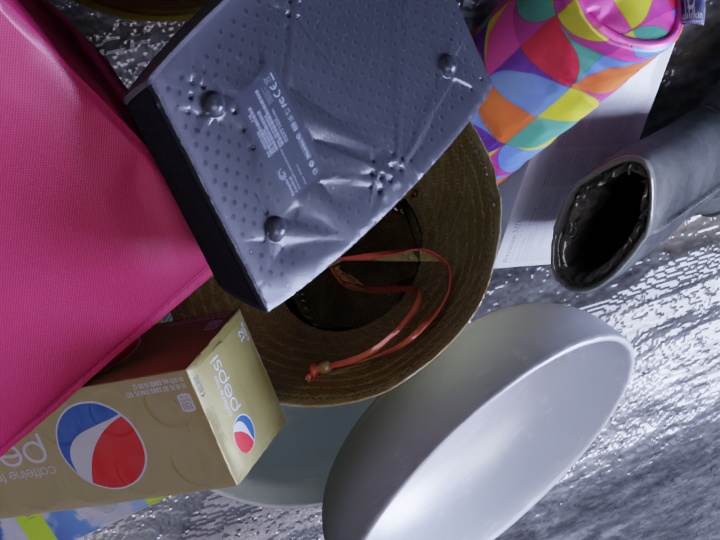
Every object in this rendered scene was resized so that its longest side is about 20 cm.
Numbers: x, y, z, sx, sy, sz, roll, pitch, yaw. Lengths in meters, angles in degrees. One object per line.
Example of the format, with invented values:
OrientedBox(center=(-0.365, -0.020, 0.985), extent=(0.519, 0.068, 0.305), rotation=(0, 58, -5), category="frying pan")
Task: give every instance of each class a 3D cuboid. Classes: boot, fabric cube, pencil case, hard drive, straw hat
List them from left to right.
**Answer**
OrientedBox(center=(-0.214, -0.050, 0.958), extent=(0.196, 0.200, 0.199), rotation=(-41, 134, 1), category="fabric cube")
OrientedBox(center=(-0.023, -0.086, 0.952), extent=(0.200, 0.042, 0.135), rotation=(-46, 120, -38), category="hard drive")
OrientedBox(center=(0.000, 0.000, 1.072), extent=(0.201, 0.201, 0.085), rotation=(-41, 143, 3), category="straw hat")
OrientedBox(center=(0.099, -0.116, 1.120), extent=(0.088, 0.089, 0.200), rotation=(1, 157, -31), category="pencil case")
OrientedBox(center=(0.203, -0.082, 1.225), extent=(0.200, 0.072, 0.182), rotation=(-14, 133, -52), category="boot")

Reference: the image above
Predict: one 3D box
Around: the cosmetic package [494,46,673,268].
OrientedBox(center=(0.128, -0.099, 1.229), extent=(0.082, 0.051, 0.201), rotation=(-4, 126, -34), category="cosmetic package")

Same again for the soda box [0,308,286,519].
OrientedBox(center=(-0.143, 0.076, 1.018), extent=(0.199, 0.064, 0.068), rotation=(-11, 112, 28), category="soda box")

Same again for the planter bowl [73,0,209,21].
OrientedBox(center=(-0.090, -0.196, 0.961), extent=(0.199, 0.084, 0.201), rotation=(-3, 120, -6), category="planter bowl")

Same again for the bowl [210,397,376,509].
OrientedBox(center=(-0.041, 0.029, 1.174), extent=(0.200, 0.090, 0.202), rotation=(-1, 102, -6), category="bowl")

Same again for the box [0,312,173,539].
OrientedBox(center=(-0.175, 0.088, 1.116), extent=(0.199, 0.048, 0.122), rotation=(-26, 104, 16), category="box")

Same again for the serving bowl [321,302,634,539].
OrientedBox(center=(0.052, 0.087, 1.091), extent=(0.200, 0.066, 0.200), rotation=(-34, 155, -19), category="serving bowl")
